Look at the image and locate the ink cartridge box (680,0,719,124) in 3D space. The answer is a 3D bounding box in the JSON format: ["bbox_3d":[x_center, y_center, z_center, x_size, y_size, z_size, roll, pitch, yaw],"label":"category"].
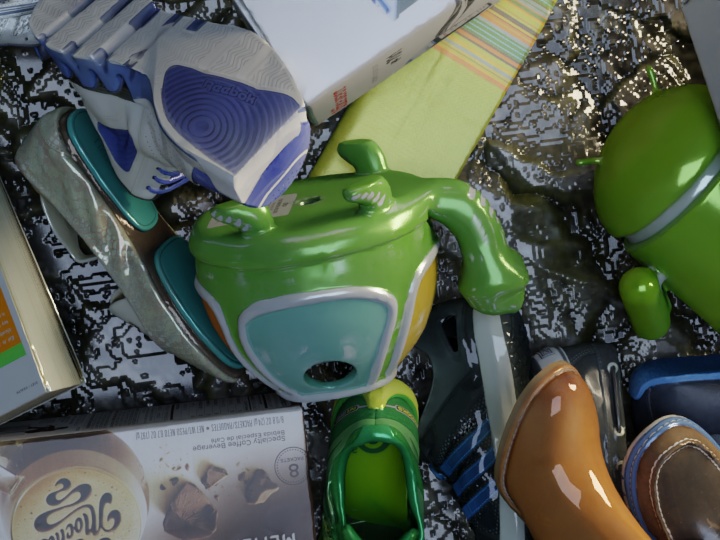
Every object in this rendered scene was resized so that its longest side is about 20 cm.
[{"bbox_3d":[0.304,-0.111,0.912,0.198,0.083,0.148,2,65,-34],"label":"ink cartridge box"}]

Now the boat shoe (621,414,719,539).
[{"bbox_3d":[0.229,0.172,0.949,0.072,0.072,0.201,-38,122,-6],"label":"boat shoe"}]

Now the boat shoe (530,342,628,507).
[{"bbox_3d":[0.158,0.145,0.979,0.056,0.069,0.203,-13,92,-7],"label":"boat shoe"}]

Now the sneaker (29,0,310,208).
[{"bbox_3d":[-0.099,-0.086,0.874,0.080,0.116,0.199,-43,55,-19],"label":"sneaker"}]

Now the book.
[{"bbox_3d":[-0.261,0.002,0.893,0.132,0.048,0.202,-25,85,17],"label":"book"}]

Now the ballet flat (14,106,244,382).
[{"bbox_3d":[-0.142,-0.009,0.943,0.062,0.067,0.201,-31,94,25],"label":"ballet flat"}]

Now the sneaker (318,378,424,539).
[{"bbox_3d":[0.005,0.167,0.939,0.073,0.084,0.203,-2,110,4],"label":"sneaker"}]

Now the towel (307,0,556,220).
[{"bbox_3d":[0.044,-0.114,0.976,0.085,0.018,0.202,30,90,-2],"label":"towel"}]

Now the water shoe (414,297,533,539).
[{"bbox_3d":[0.074,0.117,0.976,0.078,0.071,0.203,-3,96,21],"label":"water shoe"}]

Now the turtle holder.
[{"bbox_3d":[-0.008,-0.001,0.915,0.183,0.141,0.134,-17,108,-22],"label":"turtle holder"}]

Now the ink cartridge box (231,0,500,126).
[{"bbox_3d":[0.030,-0.178,0.893,0.199,0.146,0.086,-35,91,1],"label":"ink cartridge box"}]

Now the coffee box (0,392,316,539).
[{"bbox_3d":[-0.127,0.144,0.933,0.197,0.080,0.115,-5,93,-6],"label":"coffee box"}]

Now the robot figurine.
[{"bbox_3d":[0.230,-0.033,0.953,0.199,0.116,0.176,40,81,-7],"label":"robot figurine"}]

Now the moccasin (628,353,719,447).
[{"bbox_3d":[0.274,0.089,0.993,0.197,0.081,0.069,-2,100,4],"label":"moccasin"}]

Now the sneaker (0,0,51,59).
[{"bbox_3d":[-0.195,-0.178,0.920,0.199,0.077,0.086,-34,106,3],"label":"sneaker"}]

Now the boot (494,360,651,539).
[{"bbox_3d":[0.154,0.162,0.870,0.073,0.154,0.203,-22,120,-30],"label":"boot"}]
